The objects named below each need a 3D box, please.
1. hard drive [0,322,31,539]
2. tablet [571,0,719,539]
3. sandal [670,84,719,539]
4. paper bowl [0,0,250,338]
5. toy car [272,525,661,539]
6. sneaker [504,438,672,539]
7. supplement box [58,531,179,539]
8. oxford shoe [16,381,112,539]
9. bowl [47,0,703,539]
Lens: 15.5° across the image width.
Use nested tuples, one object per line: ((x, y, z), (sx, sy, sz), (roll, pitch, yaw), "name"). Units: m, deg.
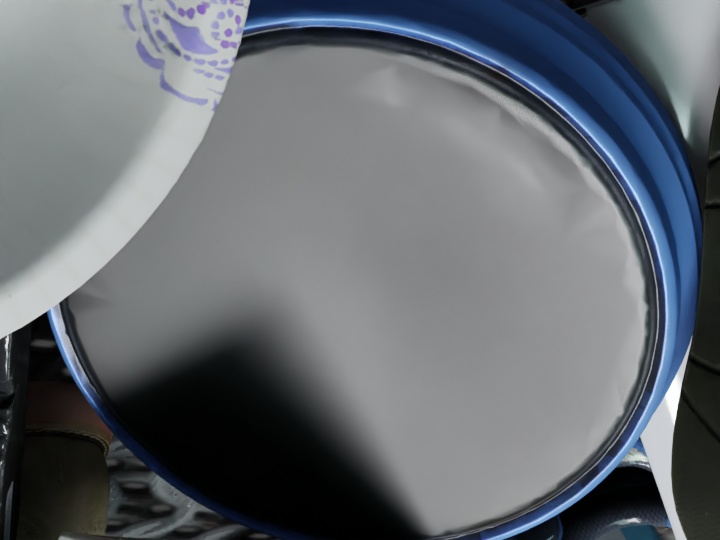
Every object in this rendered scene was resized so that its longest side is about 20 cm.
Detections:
((-0.201, 0.037, 0.804), (0.200, 0.038, 0.140), (9, 124, 2), "hard drive")
((0.135, 0.000, 0.798), (0.130, 0.014, 0.200), (-18, 109, 8), "tablet")
((0.138, -0.006, 0.755), (0.080, 0.201, 0.057), (21, -169, 34), "sandal")
((-0.133, -0.081, 0.600), (0.200, 0.104, 0.201), (-11, 113, -26), "paper bowl")
((0.027, 0.208, 1.045), (0.177, 0.200, 0.184), (7, 145, -21), "toy car")
((0.040, 0.072, 0.940), (0.200, 0.085, 0.077), (-7, 148, 3), "sneaker")
((-0.007, 0.151, 0.823), (0.073, 0.126, 0.200), (5, 177, 42), "supplement box")
((-0.134, 0.105, 0.961), (0.071, 0.074, 0.200), (1, 157, -14), "oxford shoe")
((0.000, 0.000, 0.779), (0.200, 0.039, 0.201), (5, 123, 8), "bowl")
